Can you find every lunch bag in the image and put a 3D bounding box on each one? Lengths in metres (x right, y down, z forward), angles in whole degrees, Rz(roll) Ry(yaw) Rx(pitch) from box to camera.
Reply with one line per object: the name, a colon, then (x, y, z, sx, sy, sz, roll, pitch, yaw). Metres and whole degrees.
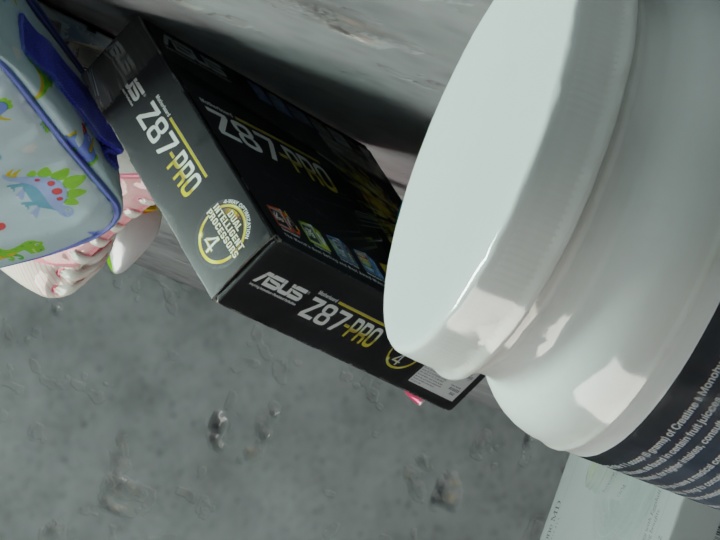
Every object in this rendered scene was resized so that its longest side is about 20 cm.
lunch bag: (-0.208, -0.072, 1.154, 0.160, 0.083, 0.200, -16, 151, 12)

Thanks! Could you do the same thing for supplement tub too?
supplement tub: (0.121, 0.001, 0.680, 0.199, 0.141, 0.140, 21, 175, -13)

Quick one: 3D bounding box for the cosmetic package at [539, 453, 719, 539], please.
cosmetic package: (0.257, 0.200, 1.975, 0.122, 0.201, 0.200, 22, 175, -22)

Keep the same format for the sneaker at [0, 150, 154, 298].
sneaker: (-0.142, -0.041, 1.342, 0.199, 0.075, 0.105, -2, 120, 31)

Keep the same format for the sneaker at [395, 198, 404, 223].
sneaker: (0.069, -0.015, 1.111, 0.130, 0.080, 0.200, 18, 174, 14)

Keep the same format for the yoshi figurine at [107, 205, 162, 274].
yoshi figurine: (-0.160, -0.073, 1.478, 0.199, 0.112, 0.113, -5, 123, 52)

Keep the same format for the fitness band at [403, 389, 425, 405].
fitness band: (0.000, 0.000, 1.315, 0.143, 0.037, 0.200, 41, -160, -4)

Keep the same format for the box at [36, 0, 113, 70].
box: (-0.212, -0.127, 1.292, 0.136, 0.040, 0.199, 24, 174, -42)

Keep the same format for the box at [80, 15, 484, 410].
box: (-0.031, -0.025, 1.168, 0.200, 0.049, 0.162, 27, -158, -50)
